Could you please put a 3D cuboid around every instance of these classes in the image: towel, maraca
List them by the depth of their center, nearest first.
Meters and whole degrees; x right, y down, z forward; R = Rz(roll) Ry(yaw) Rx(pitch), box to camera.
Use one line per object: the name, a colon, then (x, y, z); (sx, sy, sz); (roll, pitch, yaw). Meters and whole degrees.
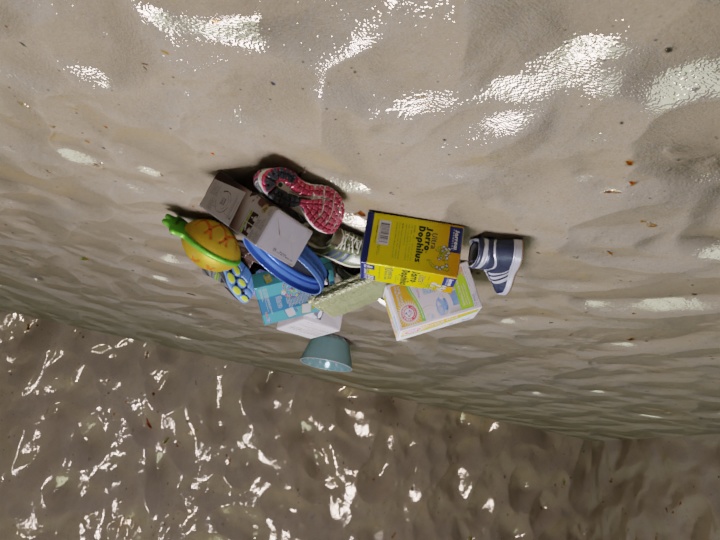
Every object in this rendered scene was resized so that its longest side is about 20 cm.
maraca: (-0.358, -0.068, 1.573); (0.197, 0.108, 0.137); (31, -171, -15)
towel: (-0.012, 0.048, 1.584); (0.196, 0.037, 0.148); (-23, 158, 11)

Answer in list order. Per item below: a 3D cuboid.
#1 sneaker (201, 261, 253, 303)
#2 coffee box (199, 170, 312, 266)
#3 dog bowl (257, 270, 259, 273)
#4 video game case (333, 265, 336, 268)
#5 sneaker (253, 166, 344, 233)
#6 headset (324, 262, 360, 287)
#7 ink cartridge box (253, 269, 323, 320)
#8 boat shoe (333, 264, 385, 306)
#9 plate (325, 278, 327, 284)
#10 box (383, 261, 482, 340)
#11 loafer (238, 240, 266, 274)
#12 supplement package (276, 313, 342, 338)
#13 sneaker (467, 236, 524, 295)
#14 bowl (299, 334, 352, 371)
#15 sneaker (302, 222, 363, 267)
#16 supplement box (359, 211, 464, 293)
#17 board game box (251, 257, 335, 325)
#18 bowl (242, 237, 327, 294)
sneaker: (-0.335, -0.005, 1.685); (0.200, 0.071, 0.082); (47, 152, -9)
coffee box: (-0.199, -0.099, 1.304); (0.198, 0.081, 0.113); (32, 180, 38)
dog bowl: (-0.307, 0.017, 1.860); (0.195, 0.051, 0.112); (13, 168, 16)
video game case: (-0.159, -0.006, 1.793); (0.141, 0.018, 0.198); (24, 158, -37)
sneaker: (-0.109, -0.137, 1.288); (0.198, 0.082, 0.074); (32, 172, -36)
headset: (0.000, 0.000, 1.593); (0.195, 0.096, 0.123); (-9, 156, 19)
ink cartridge box: (-0.177, 0.055, 1.793); (0.196, 0.101, 0.039); (16, -162, -19)
boat shoe: (0.028, 0.027, 1.716); (0.198, 0.073, 0.061); (28, 118, -12)
plate: (-0.177, -0.054, 1.525); (0.198, 0.033, 0.200); (13, 152, 46)
box: (0.160, 0.071, 1.567); (0.195, 0.115, 0.102); (-15, 164, -6)
loafer: (-0.281, -0.027, 1.708); (0.195, 0.073, 0.073); (5, 162, 16)
supplement package: (-0.140, 0.111, 1.962); (0.117, 0.124, 0.199); (18, 161, -25)
sneaker: (0.270, -0.011, 1.441); (0.105, 0.072, 0.201); (4, 155, 3)
bowl: (-0.117, 0.295, 2.535); (0.195, 0.108, 0.201); (9, 163, 3)
sneaker: (-0.048, -0.058, 1.485); (0.195, 0.069, 0.090); (14, 167, 2)
supplement box: (0.102, -0.035, 1.403); (0.195, 0.112, 0.109); (9, 162, 3)
board game box: (-0.159, 0.051, 1.716); (0.195, 0.048, 0.153); (-14, 141, -7)
bowl: (-0.154, -0.026, 1.446); (0.198, 0.040, 0.202); (30, 159, 12)
